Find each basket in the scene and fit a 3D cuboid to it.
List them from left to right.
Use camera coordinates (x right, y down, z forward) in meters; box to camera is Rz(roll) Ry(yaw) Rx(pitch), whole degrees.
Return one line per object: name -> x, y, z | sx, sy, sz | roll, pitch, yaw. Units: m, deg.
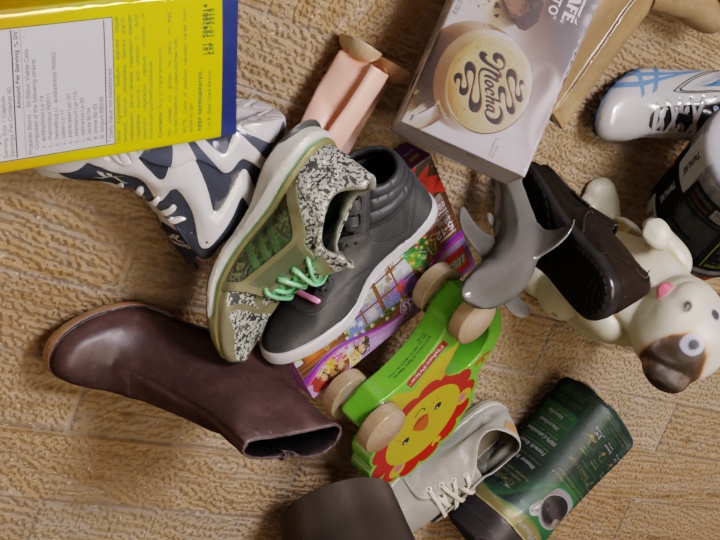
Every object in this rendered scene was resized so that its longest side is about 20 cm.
basket -> 0.007, 0.302, 1.269 | 0.136, 0.201, 0.180 | -36, 145, 25

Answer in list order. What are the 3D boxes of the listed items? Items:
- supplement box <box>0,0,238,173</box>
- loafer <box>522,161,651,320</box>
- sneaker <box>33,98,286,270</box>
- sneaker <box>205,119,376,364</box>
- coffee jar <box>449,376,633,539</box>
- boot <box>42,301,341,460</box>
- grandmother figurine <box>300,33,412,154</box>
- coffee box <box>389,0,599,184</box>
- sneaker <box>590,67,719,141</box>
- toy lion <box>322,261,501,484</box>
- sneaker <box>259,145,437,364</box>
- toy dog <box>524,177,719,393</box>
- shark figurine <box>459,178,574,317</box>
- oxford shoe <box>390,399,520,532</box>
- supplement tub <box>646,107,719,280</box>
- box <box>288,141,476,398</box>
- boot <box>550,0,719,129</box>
supplement box -> -0.196, -0.147, 0.971 | 0.199, 0.109, 0.109 | -13, 119, -32
loafer -> 0.192, -0.027, 1.261 | 0.071, 0.200, 0.073 | -1, 132, -28
sneaker -> -0.153, -0.056, 1.068 | 0.198, 0.079, 0.130 | -12, 119, -32
sneaker -> -0.051, -0.010, 1.071 | 0.077, 0.088, 0.201 | -2, 119, -61
coffee jar -> 0.184, 0.214, 1.449 | 0.200, 0.085, 0.104 | -46, 134, -10
boot -> -0.130, 0.091, 1.099 | 0.199, 0.166, 0.073 | 2, 114, -37
grandmother figurine -> -0.039, -0.092, 1.150 | 0.121, 0.061, 0.201 | 27, 93, -33
coffee box -> 0.117, -0.187, 1.152 | 0.113, 0.080, 0.201 | 24, 88, -4
sneaker -> 0.310, -0.158, 1.365 | 0.199, 0.072, 0.072 | -10, 120, -31
toy lion -> 0.060, 0.109, 1.299 | 0.200, 0.069, 0.192 | -50, 152, 0
sneaker -> -0.024, -0.021, 1.130 | 0.200, 0.071, 0.099 | -47, 140, -16
toy dog -> 0.263, 0.036, 1.341 | 0.139, 0.200, 0.195 | -29, 126, -21
shark figurine -> 0.142, -0.049, 1.225 | 0.128, 0.089, 0.215 | 34, 47, -41
oxford shoe -> 0.082, 0.210, 1.392 | 0.200, 0.058, 0.075 | -41, 134, -9
supplement tub -> 0.353, -0.070, 1.356 | 0.122, 0.123, 0.200 | -31, 166, -20
box -> 0.000, 0.000, 1.236 | 0.200, 0.039, 0.137 | -39, 130, -15
boot -> 0.235, -0.214, 1.290 | 0.175, 0.066, 0.200 | 40, 86, -29
